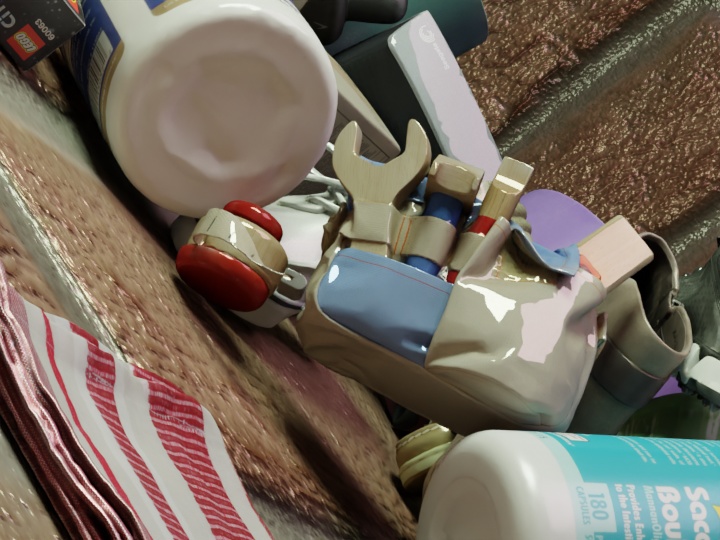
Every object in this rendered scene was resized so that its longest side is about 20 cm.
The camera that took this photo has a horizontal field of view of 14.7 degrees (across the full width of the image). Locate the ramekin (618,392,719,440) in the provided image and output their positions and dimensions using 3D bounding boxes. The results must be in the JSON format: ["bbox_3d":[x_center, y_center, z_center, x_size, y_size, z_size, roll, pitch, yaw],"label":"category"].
[{"bbox_3d":[0.177,0.169,1.442,0.200,0.200,0.098,53,13,0],"label":"ramekin"}]

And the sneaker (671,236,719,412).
[{"bbox_3d":[0.184,0.021,1.411,0.066,0.091,0.200,30,2,-14],"label":"sneaker"}]

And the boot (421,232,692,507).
[{"bbox_3d":[0.101,0.075,1.355,0.070,0.146,0.201,29,37,-27],"label":"boot"}]

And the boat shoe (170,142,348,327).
[{"bbox_3d":[-0.012,-0.019,1.392,0.202,0.086,0.075,12,41,-59],"label":"boat shoe"}]

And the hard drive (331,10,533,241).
[{"bbox_3d":[0.027,-0.043,1.711,0.042,0.134,0.201,-24,92,-53],"label":"hard drive"}]

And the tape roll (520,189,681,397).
[{"bbox_3d":[0.124,0.055,1.807,0.200,0.085,0.200,51,-21,29],"label":"tape roll"}]

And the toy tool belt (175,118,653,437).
[{"bbox_3d":[0.027,-0.007,1.299,0.199,0.123,0.125,26,-21,1],"label":"toy tool belt"}]

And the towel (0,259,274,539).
[{"bbox_3d":[-0.061,0.080,0.932,0.144,0.023,0.200,57,7,27],"label":"towel"}]

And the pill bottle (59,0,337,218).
[{"bbox_3d":[-0.089,-0.115,1.367,0.111,0.111,0.200,49,5,-32],"label":"pill bottle"}]

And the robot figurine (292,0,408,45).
[{"bbox_3d":[-0.066,-0.203,1.706,0.125,0.199,0.151,145,-47,-87],"label":"robot figurine"}]

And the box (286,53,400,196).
[{"bbox_3d":[-0.058,-0.094,1.592,0.078,0.095,0.200,54,5,21],"label":"box"}]

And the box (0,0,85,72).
[{"bbox_3d":[-0.207,-0.197,1.294,0.200,0.038,0.137,51,7,-25],"label":"box"}]

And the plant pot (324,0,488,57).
[{"bbox_3d":[-0.037,-0.190,1.862,0.201,0.161,0.201,53,-8,10],"label":"plant pot"}]

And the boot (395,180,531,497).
[{"bbox_3d":[0.057,0.034,1.524,0.200,0.072,0.155,-16,84,-59],"label":"boot"}]

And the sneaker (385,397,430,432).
[{"bbox_3d":[0.067,0.107,1.612,0.115,0.076,0.201,-3,66,-51],"label":"sneaker"}]

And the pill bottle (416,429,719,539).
[{"bbox_3d":[0.133,0.131,1.268,0.199,0.111,0.111,4,34,-27],"label":"pill bottle"}]
